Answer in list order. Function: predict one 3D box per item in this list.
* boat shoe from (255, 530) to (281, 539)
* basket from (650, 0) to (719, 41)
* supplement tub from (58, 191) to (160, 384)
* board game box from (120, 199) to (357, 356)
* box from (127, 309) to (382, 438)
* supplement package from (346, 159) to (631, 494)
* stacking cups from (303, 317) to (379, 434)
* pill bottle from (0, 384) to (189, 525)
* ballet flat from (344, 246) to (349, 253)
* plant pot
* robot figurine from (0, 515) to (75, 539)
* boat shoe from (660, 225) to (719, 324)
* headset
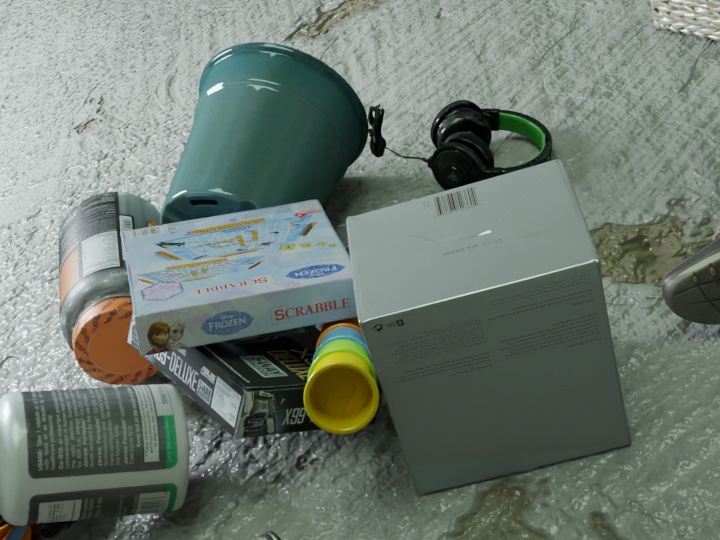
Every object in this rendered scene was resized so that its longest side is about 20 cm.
[{"bbox_3d":[-0.048,0.279,0.971,0.074,0.076,0.200,-35,32,-12],"label":"boat shoe"},{"bbox_3d":[0.452,-0.379,1.481,0.197,0.162,0.200,24,55,42],"label":"basket"},{"bbox_3d":[-0.250,0.018,1.331,0.122,0.123,0.201,-19,38,0],"label":"supplement tub"},{"bbox_3d":[-0.114,0.001,1.177,0.198,0.041,0.200,-10,25,-9],"label":"board game box"},{"bbox_3d":[-0.098,0.083,1.181,0.157,0.050,0.200,0,22,-39],"label":"box"},{"bbox_3d":[0.107,0.048,1.074,0.190,0.201,0.148,-14,37,6],"label":"supplement package"},{"bbox_3d":[-0.018,0.072,1.092,0.060,0.061,0.200,-17,16,3],"label":"stacking cups"},{"bbox_3d":[-0.255,0.159,1.111,0.198,0.114,0.113,-1,32,-21],"label":"pill bottle"},{"bbox_3d":[0.000,0.000,1.284,0.199,0.068,0.069,-25,77,-16],"label":"ballet flat"},{"bbox_3d":[-0.113,-0.103,1.379,0.199,0.201,0.197,1,50,25],"label":"plant pot"},{"bbox_3d":[-0.332,0.226,1.163,0.144,0.059,0.200,9,46,28],"label":"robot figurine"},{"bbox_3d":[0.353,-0.011,1.155,0.198,0.075,0.073,-18,27,-13],"label":"boat shoe"},{"bbox_3d":[0.108,-0.143,1.396,0.198,0.095,0.124,-1,39,4],"label":"headset"}]
